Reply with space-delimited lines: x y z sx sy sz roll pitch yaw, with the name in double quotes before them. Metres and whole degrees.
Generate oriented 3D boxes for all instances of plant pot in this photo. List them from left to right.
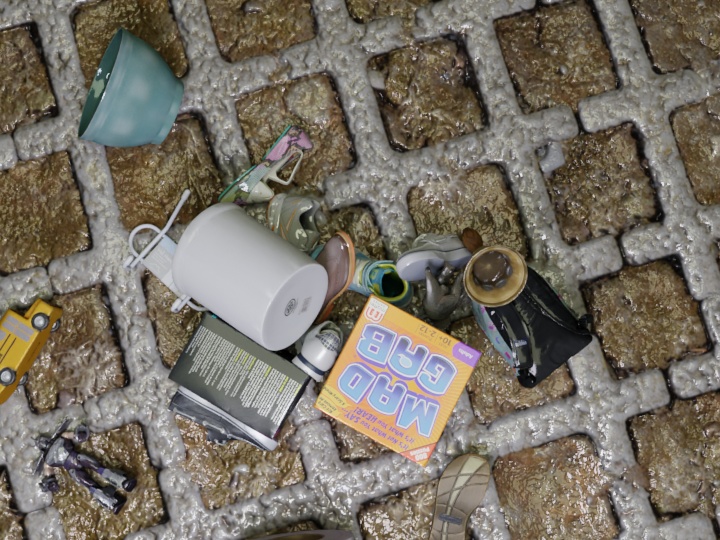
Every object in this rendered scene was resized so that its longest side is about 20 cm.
"plant pot" -0.386 -0.295 1.644 0.133 0.200 0.202 22 83 -25

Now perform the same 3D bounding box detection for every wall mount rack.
"wall mount rack" -0.308 -0.031 1.658 0.200 0.075 0.174 41 83 3

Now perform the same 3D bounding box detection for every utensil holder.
"utensil holder" -0.176 0.011 1.531 0.199 0.170 0.171 33 84 27

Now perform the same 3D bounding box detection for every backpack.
"backpack" 0.274 0.083 1.620 0.166 0.127 0.201 -35 82 -17

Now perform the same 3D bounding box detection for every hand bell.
"hand bell" 0.200 -0.028 1.589 0.103 0.200 0.105 -3 112 -7

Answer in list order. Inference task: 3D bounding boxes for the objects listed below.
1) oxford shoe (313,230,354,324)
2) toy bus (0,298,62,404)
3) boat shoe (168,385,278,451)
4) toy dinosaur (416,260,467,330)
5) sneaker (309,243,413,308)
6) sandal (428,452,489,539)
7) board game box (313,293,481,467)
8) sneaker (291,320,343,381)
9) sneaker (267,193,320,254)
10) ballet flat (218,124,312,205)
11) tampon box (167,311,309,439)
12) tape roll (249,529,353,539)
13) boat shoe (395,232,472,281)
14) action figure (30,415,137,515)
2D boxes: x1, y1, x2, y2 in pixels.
"oxford shoe" -0.068 0.021 1.597 0.071 0.073 0.201 44 129 27
"toy bus" -0.596 0.137 1.643 0.078 0.065 0.201 29 85 5
"boat shoe" -0.236 0.264 1.625 0.199 0.072 0.068 29 82 6
"toy dinosaur" 0.137 0.046 1.584 0.077 0.200 0.103 27 84 11
"sneaker" 0.000 0.000 1.626 0.198 0.131 0.080 20 84 3
"sandal" 0.162 0.401 1.623 0.080 0.054 0.202 16 98 7
"board game box" 0.057 0.179 1.571 0.199 0.200 0.201 28 84 2
"sneaker" -0.061 0.120 1.578 0.076 0.200 0.081 33 97 -9
"sneaker" -0.115 -0.036 1.644 0.091 0.076 0.202 0 84 27
"ballet flat" -0.160 -0.168 1.680 0.071 0.069 0.200 43 81 3
"tampon box" -0.192 0.172 1.593 0.199 0.150 0.127 31 88 3
"tape roll" -0.102 0.503 1.533 0.201 0.203 0.141 -6 83 -1
"boat shoe" 0.114 -0.029 1.616 0.073 0.199 0.066 -40 71 28
"action figure" -0.477 0.330 1.619 0.199 0.069 0.131 29 93 7
